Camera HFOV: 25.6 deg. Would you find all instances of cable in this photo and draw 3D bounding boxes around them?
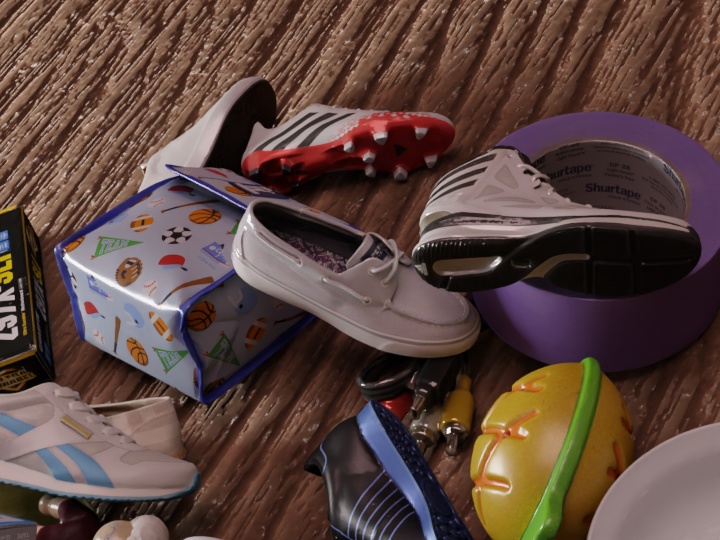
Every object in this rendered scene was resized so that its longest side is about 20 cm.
[{"bbox_3d":[0.069,0.065,1.233,0.097,0.050,0.200,11,41,27],"label":"cable"}]

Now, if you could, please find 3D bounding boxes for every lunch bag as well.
[{"bbox_3d":[-0.122,-0.008,1.318,0.170,0.124,0.200,25,47,37],"label":"lunch bag"}]

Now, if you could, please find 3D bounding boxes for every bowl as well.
[{"bbox_3d":[0.247,0.197,0.986,0.201,0.090,0.201,-11,45,12],"label":"bowl"}]

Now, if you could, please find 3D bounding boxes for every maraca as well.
[{"bbox_3d":[0.124,0.144,1.059,0.107,0.137,0.200,21,46,4],"label":"maraca"}]

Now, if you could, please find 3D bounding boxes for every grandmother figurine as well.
[{"bbox_3d":[-0.231,0.209,1.145,0.200,0.061,0.121,-8,54,17],"label":"grandmother figurine"}]

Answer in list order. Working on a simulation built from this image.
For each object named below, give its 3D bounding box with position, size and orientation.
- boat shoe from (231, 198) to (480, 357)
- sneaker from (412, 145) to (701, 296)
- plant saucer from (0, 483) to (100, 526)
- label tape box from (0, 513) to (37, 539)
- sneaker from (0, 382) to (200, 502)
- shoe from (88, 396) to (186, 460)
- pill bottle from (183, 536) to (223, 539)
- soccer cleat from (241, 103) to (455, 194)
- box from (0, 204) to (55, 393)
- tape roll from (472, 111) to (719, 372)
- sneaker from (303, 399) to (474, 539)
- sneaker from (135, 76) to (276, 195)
[{"bbox_3d":[0.000,0.000,1.195,0.200,0.069,0.072,27,50,9],"label":"boat shoe"},{"bbox_3d":[0.141,-0.047,1.128,0.200,0.076,0.115,0,50,11],"label":"sneaker"},{"bbox_3d":[-0.279,0.246,1.190,0.200,0.031,0.200,-11,44,11],"label":"plant saucer"},{"bbox_3d":[-0.311,0.261,1.101,0.143,0.066,0.200,8,92,26],"label":"label tape box"},{"bbox_3d":[-0.215,0.128,1.179,0.200,0.077,0.081,12,80,1],"label":"sneaker"},{"bbox_3d":[-0.234,0.126,1.258,0.200,0.053,0.070,-1,18,15],"label":"shoe"},{"bbox_3d":[-0.116,0.271,0.978,0.111,0.111,0.200,5,52,26],"label":"pill bottle"},{"bbox_3d":[-0.013,-0.120,1.421,0.200,0.069,0.085,-13,48,16],"label":"soccer cleat"},{"bbox_3d":[-0.361,0.043,1.410,0.160,0.049,0.200,-19,43,1],"label":"box"},{"bbox_3d":[0.181,-0.025,1.211,0.200,0.085,0.200,-4,46,4],"label":"tape roll"},{"bbox_3d":[0.026,0.186,1.110,0.078,0.070,0.200,-41,48,14],"label":"sneaker"},{"bbox_3d":[-0.154,-0.110,1.460,0.085,0.073,0.200,10,51,32],"label":"sneaker"}]
